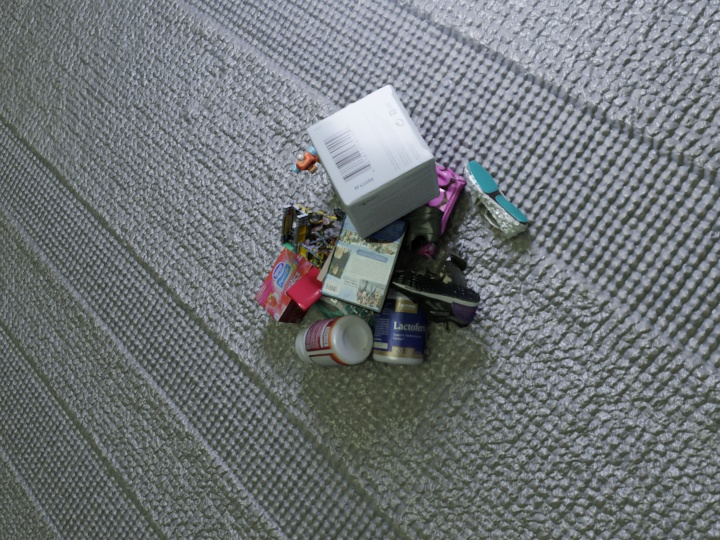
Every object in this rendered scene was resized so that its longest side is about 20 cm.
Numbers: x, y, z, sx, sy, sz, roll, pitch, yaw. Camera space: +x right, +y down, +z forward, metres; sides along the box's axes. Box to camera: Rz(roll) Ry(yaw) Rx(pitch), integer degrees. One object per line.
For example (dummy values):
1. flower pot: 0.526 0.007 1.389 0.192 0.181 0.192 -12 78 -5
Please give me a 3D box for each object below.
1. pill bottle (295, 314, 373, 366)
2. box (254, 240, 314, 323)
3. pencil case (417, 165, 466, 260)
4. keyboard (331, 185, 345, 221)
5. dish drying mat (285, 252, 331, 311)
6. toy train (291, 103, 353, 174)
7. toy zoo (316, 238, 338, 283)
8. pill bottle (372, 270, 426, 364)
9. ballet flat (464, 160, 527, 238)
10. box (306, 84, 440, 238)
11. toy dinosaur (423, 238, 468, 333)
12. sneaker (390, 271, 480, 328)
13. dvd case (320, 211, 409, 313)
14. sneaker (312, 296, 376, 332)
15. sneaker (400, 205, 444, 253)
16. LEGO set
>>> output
1. pill bottle: -0.065 0.165 1.588 0.199 0.108 0.111 -15 75 56
2. box: -0.159 0.022 1.700 0.099 0.095 0.201 39 103 28
3. pencil case: 0.166 -0.130 1.546 0.202 0.090 0.094 -68 26 8
4. keyboard: 0.004 -0.142 1.520 0.200 0.020 0.128 38 109 33
5. dish drying mat: -0.079 0.010 1.618 0.200 0.018 0.077 -40 55 -16
6. toy train: -0.063 -0.285 1.577 0.200 0.150 0.056 -44 88 10
7. toy zoo: 0.000 0.000 1.560 0.020 0.199 0.132 28 88 44
8. pill bottle: 0.091 0.104 1.542 0.114 0.115 0.203 2 86 29
9. ballet flat: 0.279 -0.148 1.499 0.072 0.072 0.201 -43 66 18
10. box: 0.030 -0.216 1.397 0.198 0.172 0.200 -28 68 -1
11. toy dinosaur: 0.194 0.036 1.512 0.101 0.077 0.203 -7 88 12
12. sneaker: 0.147 0.070 1.463 0.198 0.076 0.088 17 116 3
13. dvd case: 0.009 -0.025 1.455 0.141 0.018 0.202 16 86 17
14. sneaker: -0.044 0.093 1.650 0.199 0.077 0.092 36 140 17
15. sneaker: 0.093 -0.079 1.495 0.199 0.075 0.092 -11 72 45
16. LEGO set: -0.091 -0.096 1.587 0.200 0.152 0.117 43 136 39
